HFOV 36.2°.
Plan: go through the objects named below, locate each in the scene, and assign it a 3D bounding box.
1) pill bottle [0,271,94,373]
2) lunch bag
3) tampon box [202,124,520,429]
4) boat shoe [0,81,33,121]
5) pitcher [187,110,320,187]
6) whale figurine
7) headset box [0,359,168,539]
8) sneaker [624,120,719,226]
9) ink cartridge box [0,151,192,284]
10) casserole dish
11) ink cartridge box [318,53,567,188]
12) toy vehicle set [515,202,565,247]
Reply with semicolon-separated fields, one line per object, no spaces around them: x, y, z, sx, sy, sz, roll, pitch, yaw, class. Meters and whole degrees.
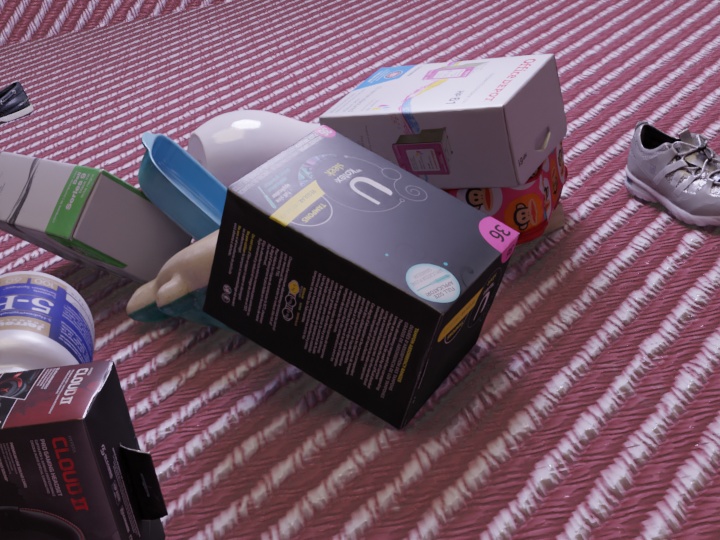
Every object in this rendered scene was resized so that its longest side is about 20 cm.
-0.283;0.091;0.911;0.119;0.121;0.200;-13;24;-6;pill bottle
0.116;-0.094;1.140;0.175;0.082;0.200;-1;26;21;lunch bag
0.000;0.000;0.902;0.199;0.127;0.150;29;38;16;tampon box
-0.687;-0.289;1.978;0.199;0.067;0.074;-25;28;-30;boat shoe
-0.096;-0.125;1.340;0.199;0.122;0.172;-8;37;-25;pitcher
-0.136;0.019;1.071;0.199;0.104;0.159;-24;8;35;whale figurine
-0.226;0.147;0.725;0.198;0.150;0.075;-7;25;6;headset box
0.340;-0.102;1.136;0.074;0.083;0.200;-21;26;-24;sneaker
-0.301;-0.056;1.198;0.199;0.146;0.085;13;78;41;ink cartridge box
-0.167;-0.066;1.178;0.039;0.200;0.121;-42;20;13;casserole dish
0.084;-0.144;1.076;0.199;0.085;0.145;2;30;30;ink cartridge box
0.100;-0.042;1.166;0.199;0.027;0.124;-22;27;-26;toy vehicle set
